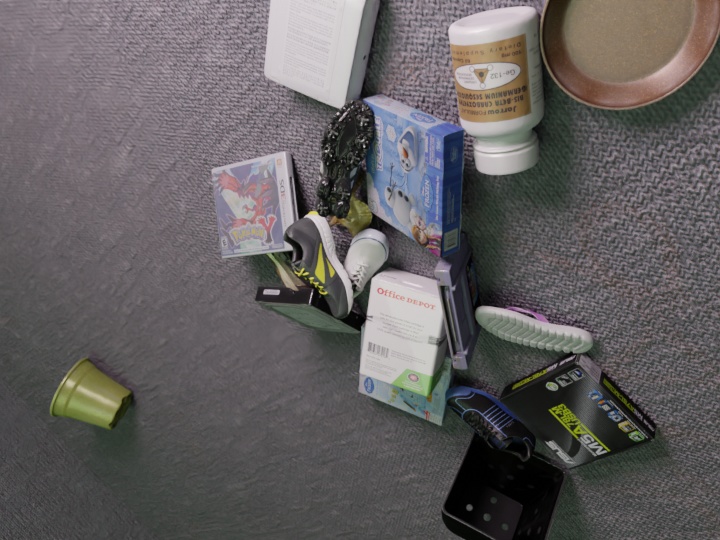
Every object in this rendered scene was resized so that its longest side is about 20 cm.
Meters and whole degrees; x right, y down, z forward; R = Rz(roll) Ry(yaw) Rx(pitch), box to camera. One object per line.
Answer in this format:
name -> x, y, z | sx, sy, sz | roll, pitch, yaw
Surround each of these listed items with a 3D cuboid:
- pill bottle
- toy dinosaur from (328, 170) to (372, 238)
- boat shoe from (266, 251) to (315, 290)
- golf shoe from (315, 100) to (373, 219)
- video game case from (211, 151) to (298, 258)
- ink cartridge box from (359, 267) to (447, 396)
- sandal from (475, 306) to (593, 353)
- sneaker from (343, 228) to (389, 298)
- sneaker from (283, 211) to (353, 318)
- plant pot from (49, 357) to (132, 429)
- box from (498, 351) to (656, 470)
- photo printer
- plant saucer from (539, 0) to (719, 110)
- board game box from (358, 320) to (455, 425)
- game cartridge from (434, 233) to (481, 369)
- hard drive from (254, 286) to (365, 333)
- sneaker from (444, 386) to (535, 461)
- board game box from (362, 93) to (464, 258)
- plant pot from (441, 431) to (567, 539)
pill bottle -> 0.188, -0.238, 0.805 | 0.114, 0.114, 0.200 | 4, 124, 30
toy dinosaur -> -0.022, -0.094, 1.083 | 0.101, 0.058, 0.200 | 8, 126, 26
boat shoe -> -0.151, -0.042, 1.202 | 0.065, 0.073, 0.200 | -31, 96, 18
golf shoe -> -0.031, -0.187, 0.973 | 0.078, 0.095, 0.200 | 17, 118, -7
video game case -> -0.204, -0.121, 1.149 | 0.200, 0.023, 0.183 | -5, 93, 35
ink cartridge box -> 0.088, 0.111, 1.113 | 0.145, 0.084, 0.200 | 16, 113, 21
sandal -> 0.297, 0.094, 1.031 | 0.202, 0.050, 0.083 | 17, 146, 5
sneaker -> 0.000, 0.000, 1.104 | 0.073, 0.071, 0.200 | 21, 146, -4
sneaker -> -0.080, -0.001, 1.069 | 0.074, 0.085, 0.200 | -10, 103, 61
plant pot -> -0.839, 0.407, 1.892 | 0.184, 0.201, 0.201 | 26, 133, -1
box -> 0.391, 0.259, 1.090 | 0.200, 0.048, 0.193 | 45, 132, -3
photo printer -> -0.060, -0.365, 0.899 | 0.166, 0.069, 0.200 | 26, 132, 14
plant saucer -> 0.321, -0.297, 0.719 | 0.200, 0.037, 0.201 | 11, 126, 15
board game box -> 0.095, 0.210, 1.243 | 0.199, 0.041, 0.200 | 19, 130, 20
game cartridge -> 0.172, 0.051, 1.017 | 0.038, 0.130, 0.200 | 2, 123, 29
hard drive -> -0.097, 0.082, 1.195 | 0.139, 0.038, 0.200 | 2, 161, 32
sneaker -> 0.253, 0.299, 1.163 | 0.200, 0.078, 0.070 | 26, 128, 0
board game box -> 0.078, -0.150, 0.929 | 0.199, 0.043, 0.200 | 40, 143, 45
plant pot -> 0.281, 0.487, 1.235 | 0.199, 0.200, 0.178 | 24, 142, 15
